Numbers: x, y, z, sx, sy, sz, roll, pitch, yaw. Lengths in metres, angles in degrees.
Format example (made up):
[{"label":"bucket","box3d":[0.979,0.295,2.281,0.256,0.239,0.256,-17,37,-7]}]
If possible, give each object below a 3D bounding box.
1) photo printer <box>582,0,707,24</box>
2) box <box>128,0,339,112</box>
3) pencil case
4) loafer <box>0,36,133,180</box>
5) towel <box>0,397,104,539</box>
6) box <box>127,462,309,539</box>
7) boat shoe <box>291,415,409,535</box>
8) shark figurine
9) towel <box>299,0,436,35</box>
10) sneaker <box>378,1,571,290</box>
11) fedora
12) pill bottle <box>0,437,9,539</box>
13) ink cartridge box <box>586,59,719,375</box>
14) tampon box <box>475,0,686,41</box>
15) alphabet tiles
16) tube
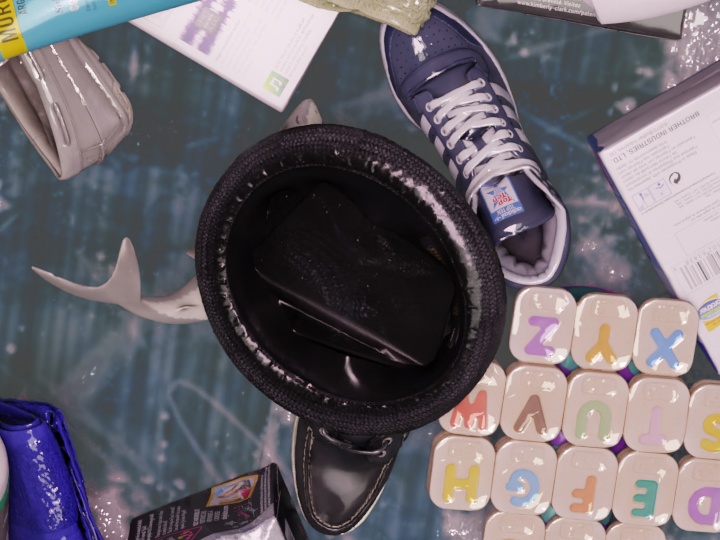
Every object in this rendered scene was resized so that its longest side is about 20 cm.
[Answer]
[{"label":"photo printer","box3d":[0.165,-0.247,1.330,0.166,0.069,0.201,-25,100,5]},{"label":"box","box3d":[-0.098,-0.213,1.514,0.199,0.036,0.145,30,101,-7]},{"label":"pencil case","box3d":[0.142,0.117,1.557,0.092,0.085,0.201,7,103,-10]},{"label":"loafer","box3d":[-0.225,-0.148,1.505,0.070,0.070,0.200,-44,100,-29]},{"label":"towel","box3d":[-0.202,0.179,1.557,0.049,0.147,0.201,-22,103,-27]},{"label":"box","box3d":[-0.070,0.252,1.564,0.114,0.132,0.201,-22,101,3]},{"label":"boat shoe","box3d":[0.001,0.087,1.561,0.074,0.066,0.201,20,102,-3]},{"label":"shark figurine","box3d":[-0.099,-0.007,1.525,0.214,0.089,0.129,-36,120,-33]},{"label":"towel","box3d":[0.004,-0.257,1.465,0.147,0.036,0.201,14,89,-24]},{"label":"sneaker","box3d":[0.075,-0.077,1.503,0.070,0.109,0.201,-27,101,6]},{"label":"fedora","box3d":[0.000,0.000,1.471,0.199,0.092,0.202,3,103,14]},{"label":"pill bottle","box3d":[-0.281,0.185,1.527,0.112,0.114,0.201,9,136,-1]},{"label":"ink cartridge box","box3d":[0.251,-0.028,1.527,0.136,0.076,0.201,-29,99,8]},{"label":"tampon box","box3d":[0.145,-0.255,1.441,0.125,0.150,0.201,10,102,-1]},{"label":"alphabet tiles","box3d":[0.144,0.110,1.504,0.198,0.015,0.197,6,104,-7]},{"label":"tube","box3d":[-0.178,-0.174,1.467,0.199,0.050,0.078,-14,84,-4]}]
